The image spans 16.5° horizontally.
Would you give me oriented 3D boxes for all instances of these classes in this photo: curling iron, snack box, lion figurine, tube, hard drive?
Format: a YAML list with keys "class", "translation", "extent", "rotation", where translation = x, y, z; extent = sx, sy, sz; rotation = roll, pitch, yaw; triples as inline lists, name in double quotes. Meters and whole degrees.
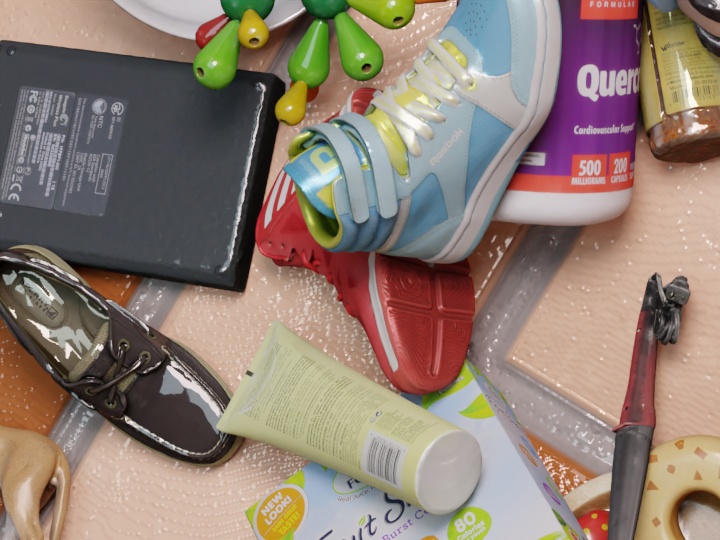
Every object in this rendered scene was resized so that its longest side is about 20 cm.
- class: "curling iron"
  translation: [0.161, 0.085, 1.440]
  extent: [0.025, 0.050, 0.201]
  rotation: [16, 62, 0]
- class: "snack box"
  translation: [0.044, 0.175, 1.445]
  extent: [0.168, 0.068, 0.200]
  rotation: [-38, 48, 8]
- class: "lion figurine"
  translation: [-0.250, 0.118, 1.592]
  extent: [0.199, 0.073, 0.123]
  rotation: [25, 74, 6]
- class: "tube"
  translation: [-0.009, 0.088, 1.464]
  extent: [0.199, 0.058, 0.052]
  rotation: [21, 129, 47]
- class: "hard drive"
  translation: [-0.156, -0.070, 1.609]
  extent: [0.198, 0.033, 0.141]
  rotation: [9, 82, 19]

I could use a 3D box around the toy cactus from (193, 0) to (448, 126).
- class: "toy cactus"
  translation: [-0.027, -0.191, 1.522]
  extent: [0.199, 0.102, 0.166]
  rotation: [-30, 85, 1]

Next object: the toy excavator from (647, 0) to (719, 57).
- class: "toy excavator"
  translation: [0.200, -0.254, 1.418]
  extent: [0.200, 0.100, 0.195]
  rotation: [43, 91, 16]

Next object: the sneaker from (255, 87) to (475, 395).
- class: "sneaker"
  translation: [0.000, 0.000, 1.515]
  extent: [0.115, 0.078, 0.201]
  rotation: [-36, 51, 41]

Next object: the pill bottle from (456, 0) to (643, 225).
- class: "pill bottle"
  translation: [0.111, -0.132, 1.465]
  extent: [0.112, 0.112, 0.202]
  rotation: [6, 101, 19]

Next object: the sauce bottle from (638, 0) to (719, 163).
- class: "sauce bottle"
  translation: [0.190, -0.168, 1.499]
  extent: [0.066, 0.066, 0.202]
  rotation: [-10, 77, 16]

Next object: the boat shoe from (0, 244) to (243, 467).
- class: "boat shoe"
  translation: [-0.162, 0.057, 1.557]
  extent: [0.199, 0.065, 0.073]
  rotation: [34, 96, 10]

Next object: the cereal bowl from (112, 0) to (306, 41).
- class: "cereal bowl"
  translation: [-0.094, -0.249, 1.577]
  extent: [0.198, 0.083, 0.202]
  rotation: [-2, 100, -9]

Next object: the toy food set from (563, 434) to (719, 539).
- class: "toy food set"
  translation: [0.175, 0.210, 1.439]
  extent: [0.199, 0.049, 0.199]
  rotation: [-26, 73, 11]

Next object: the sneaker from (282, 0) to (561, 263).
- class: "sneaker"
  translation: [0.029, -0.085, 1.377]
  extent: [0.080, 0.130, 0.201]
  rotation: [50, 132, 42]
